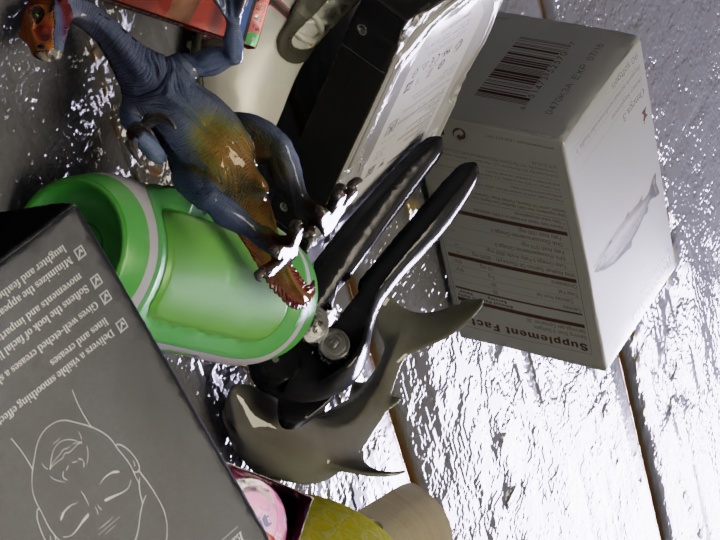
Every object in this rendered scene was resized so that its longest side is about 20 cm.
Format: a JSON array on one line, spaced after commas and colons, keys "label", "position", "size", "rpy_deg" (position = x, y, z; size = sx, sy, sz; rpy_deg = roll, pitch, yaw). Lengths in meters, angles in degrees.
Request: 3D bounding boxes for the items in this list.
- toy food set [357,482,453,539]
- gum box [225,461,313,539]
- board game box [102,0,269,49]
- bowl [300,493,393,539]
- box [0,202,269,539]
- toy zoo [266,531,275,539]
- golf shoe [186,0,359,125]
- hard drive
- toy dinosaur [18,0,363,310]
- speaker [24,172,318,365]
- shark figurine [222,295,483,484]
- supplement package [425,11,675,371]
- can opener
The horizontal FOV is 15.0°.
[{"label": "toy food set", "position": [-0.005, 0.254, 1.788], "size": [0.143, 0.060, 0.200], "rpy_deg": [-27, 123, -40]}, {"label": "gum box", "position": [-0.111, 0.202, 1.498], "size": [0.066, 0.113, 0.200], "rpy_deg": [23, 80, -34]}, {"label": "board game box", "position": [-0.077, -0.227, 1.441], "size": [0.103, 0.019, 0.200], "rpy_deg": [17, 86, -21]}, {"label": "bowl", "position": [-0.002, 0.225, 1.598], "size": [0.200, 0.107, 0.201], "rpy_deg": [-5, 90, -71]}, {"label": "box", "position": [-0.164, 0.092, 1.293], "size": [0.148, 0.107, 0.200], "rpy_deg": [-39, 109, -32]}, {"label": "toy zoo", "position": [-0.086, 0.191, 1.432], "size": [0.200, 0.020, 0.131], "rpy_deg": [40, 71, -30]}, {"label": "golf shoe", "position": [-0.038, -0.156, 1.527], "size": [0.077, 0.088, 0.200], "rpy_deg": [10, 94, -62]}, {"label": "hard drive", "position": [0.018, -0.103, 1.608], "size": [0.140, 0.038, 0.200], "rpy_deg": [-37, 160, -48]}, {"label": "toy dinosaur", "position": [-0.100, -0.067, 1.410], "size": [0.105, 0.181, 0.200], "rpy_deg": [-45, 165, -35]}, {"label": "speaker", "position": [-0.102, 0.001, 1.479], "size": [0.200, 0.088, 0.089], "rpy_deg": [17, 87, -60]}, {"label": "shark figurine", "position": [0.000, 0.096, 1.693], "size": [0.214, 0.089, 0.128], "rpy_deg": [-31, 129, -50]}, {"label": "supplement package", "position": [0.124, -0.053, 1.816], "size": [0.117, 0.117, 0.200], "rpy_deg": [-53, 143, -37]}, {"label": "can opener", "position": [0.000, 0.000, 1.610], "size": [0.200, 0.063, 0.079], "rpy_deg": [-58, -174, -19]}]
